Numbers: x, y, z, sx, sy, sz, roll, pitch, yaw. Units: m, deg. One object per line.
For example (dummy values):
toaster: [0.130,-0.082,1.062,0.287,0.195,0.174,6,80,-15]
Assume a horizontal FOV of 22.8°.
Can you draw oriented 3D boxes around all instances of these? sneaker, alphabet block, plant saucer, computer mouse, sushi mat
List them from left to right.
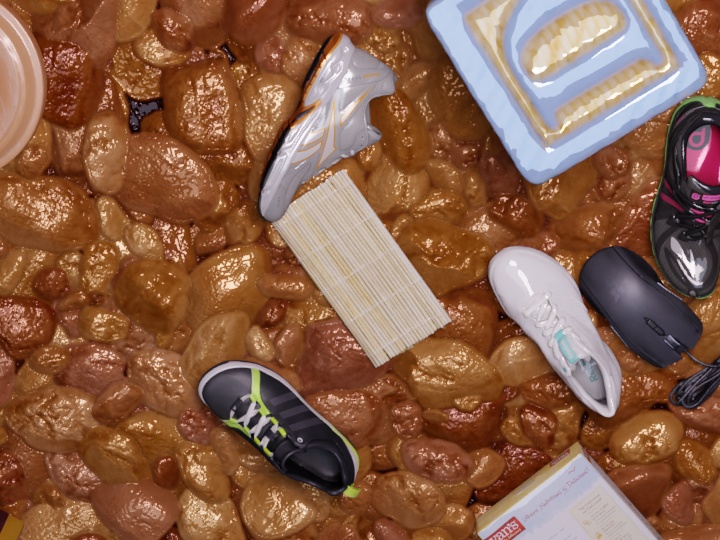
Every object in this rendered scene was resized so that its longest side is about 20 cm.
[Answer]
plant saucer: [-0.411,-0.185,1.762,0.199,0.032,0.202,0,108,1]
sneaker: [-0.078,0.164,1.836,0.199,0.083,0.072,33,105,-8]
sneaker: [-0.032,-0.126,1.751,0.092,0.076,0.201,26,108,-11]
sushi mat: [0.000,0.000,1.819,0.095,0.012,0.200,-34,104,10]
alphabet block: [0.183,-0.225,1.646,0.195,0.200,0.197,-29,105,9]
sneaker: [0.203,0.062,1.794,0.075,0.089,0.200,-37,103,13]
computer mouse: [0.325,0.041,1.806,0.140,0.046,0.200,-38,103,13]
sneaker: [0.326,-0.069,1.746,0.076,0.084,0.202,-1,102,2]

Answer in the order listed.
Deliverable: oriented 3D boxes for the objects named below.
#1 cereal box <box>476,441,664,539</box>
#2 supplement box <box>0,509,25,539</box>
cereal box: [0.238,0.299,1.893,0.144,0.040,0.200,-38,102,12]
supplement box: [-0.478,0.305,1.831,0.199,0.197,0.133,30,106,-9]
